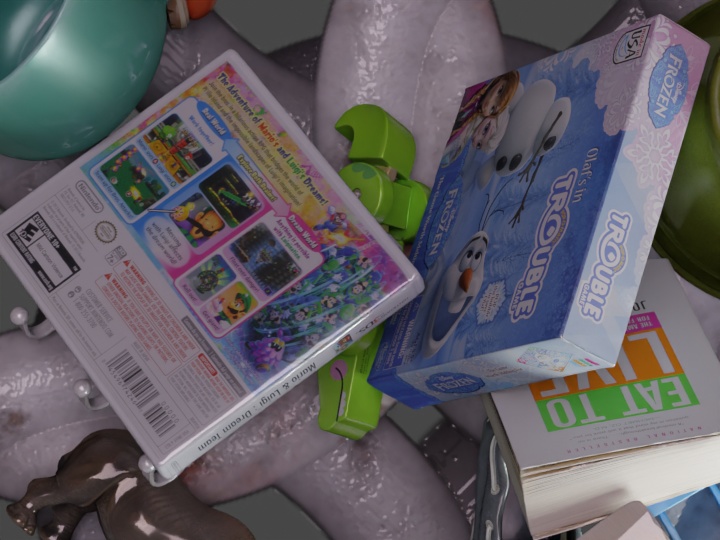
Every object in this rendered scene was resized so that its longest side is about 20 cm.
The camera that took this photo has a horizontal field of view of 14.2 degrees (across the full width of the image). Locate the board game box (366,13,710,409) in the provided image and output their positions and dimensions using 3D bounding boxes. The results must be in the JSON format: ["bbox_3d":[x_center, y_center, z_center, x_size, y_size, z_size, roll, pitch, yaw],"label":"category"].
[{"bbox_3d":[0.098,-0.030,1.642,0.043,0.199,0.200,29,67,-25],"label":"board game box"}]

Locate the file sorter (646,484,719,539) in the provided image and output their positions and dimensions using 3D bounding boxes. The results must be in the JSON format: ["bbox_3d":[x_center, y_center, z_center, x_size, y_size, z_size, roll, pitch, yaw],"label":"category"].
[{"bbox_3d":[0.267,0.132,1.677,0.200,0.139,0.123,-29,88,-2],"label":"file sorter"}]

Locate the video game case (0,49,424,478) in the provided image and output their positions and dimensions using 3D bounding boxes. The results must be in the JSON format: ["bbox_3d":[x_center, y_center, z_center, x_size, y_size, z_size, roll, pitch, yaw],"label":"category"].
[{"bbox_3d":[-0.091,-0.007,1.651,0.182,0.024,0.200,-36,60,-6],"label":"video game case"}]

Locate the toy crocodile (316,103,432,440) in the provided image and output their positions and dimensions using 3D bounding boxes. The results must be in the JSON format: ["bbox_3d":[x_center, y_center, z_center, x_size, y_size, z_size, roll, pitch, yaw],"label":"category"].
[{"bbox_3d":[0.000,0.000,1.727,0.062,0.067,0.201,4,84,34],"label":"toy crocodile"}]

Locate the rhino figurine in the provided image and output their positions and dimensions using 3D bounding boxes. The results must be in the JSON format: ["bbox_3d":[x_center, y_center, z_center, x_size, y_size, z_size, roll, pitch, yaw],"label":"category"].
[{"bbox_3d":[-0.107,0.175,1.714,0.200,0.060,0.087,41,88,2],"label":"rhino figurine"}]

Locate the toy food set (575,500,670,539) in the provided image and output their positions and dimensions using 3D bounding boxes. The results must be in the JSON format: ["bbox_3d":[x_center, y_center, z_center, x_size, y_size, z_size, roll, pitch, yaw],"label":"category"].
[{"bbox_3d":[0.123,0.220,1.643,0.143,0.200,0.060,-36,57,-6],"label":"toy food set"}]

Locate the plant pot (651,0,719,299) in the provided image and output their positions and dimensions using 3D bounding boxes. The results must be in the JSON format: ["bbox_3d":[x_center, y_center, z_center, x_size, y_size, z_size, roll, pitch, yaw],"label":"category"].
[{"bbox_3d":[0.257,-0.083,1.668,0.200,0.193,0.201,0,84,0],"label":"plant pot"}]

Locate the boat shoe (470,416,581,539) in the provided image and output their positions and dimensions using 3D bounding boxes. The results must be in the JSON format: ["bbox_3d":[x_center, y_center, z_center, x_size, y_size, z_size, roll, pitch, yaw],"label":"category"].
[{"bbox_3d":[0.097,0.173,1.710,0.073,0.062,0.201,1,86,-3],"label":"boat shoe"}]

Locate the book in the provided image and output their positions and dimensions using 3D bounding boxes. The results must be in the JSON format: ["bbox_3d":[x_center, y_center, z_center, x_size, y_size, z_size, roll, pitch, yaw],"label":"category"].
[{"bbox_3d":[0.138,0.066,1.661,0.133,0.200,0.048,-13,119,-3],"label":"book"}]

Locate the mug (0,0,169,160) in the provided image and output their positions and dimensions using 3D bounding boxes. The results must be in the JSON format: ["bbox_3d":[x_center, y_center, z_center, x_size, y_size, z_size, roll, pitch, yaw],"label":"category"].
[{"bbox_3d":[-0.176,-0.141,1.684,0.185,0.114,0.152,0,69,36],"label":"mug"}]

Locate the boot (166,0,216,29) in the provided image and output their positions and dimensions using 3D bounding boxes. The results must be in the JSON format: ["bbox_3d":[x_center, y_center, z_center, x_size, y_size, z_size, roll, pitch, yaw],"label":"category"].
[{"bbox_3d":[-0.079,-0.243,1.748,0.107,0.075,0.201,3,84,-4],"label":"boot"}]

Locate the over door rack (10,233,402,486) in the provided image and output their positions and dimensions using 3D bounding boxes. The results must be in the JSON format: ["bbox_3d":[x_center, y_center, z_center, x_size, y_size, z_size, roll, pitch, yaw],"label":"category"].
[{"bbox_3d":[-0.099,0.004,1.690,0.200,0.067,0.148,-46,62,5],"label":"over door rack"}]
